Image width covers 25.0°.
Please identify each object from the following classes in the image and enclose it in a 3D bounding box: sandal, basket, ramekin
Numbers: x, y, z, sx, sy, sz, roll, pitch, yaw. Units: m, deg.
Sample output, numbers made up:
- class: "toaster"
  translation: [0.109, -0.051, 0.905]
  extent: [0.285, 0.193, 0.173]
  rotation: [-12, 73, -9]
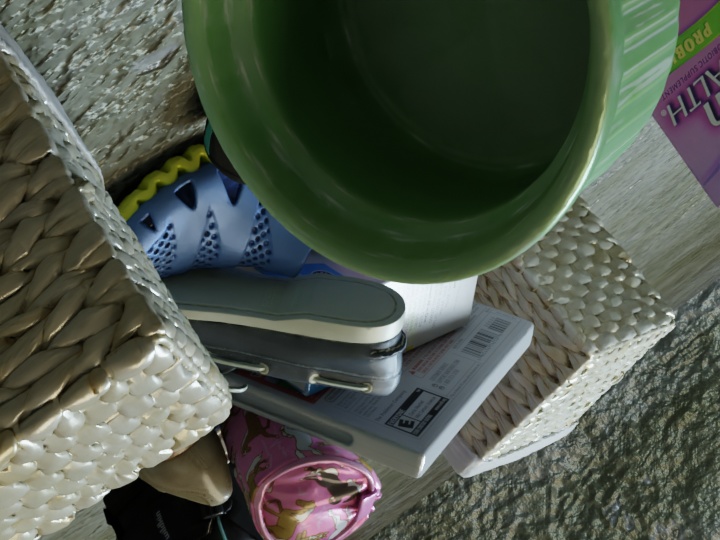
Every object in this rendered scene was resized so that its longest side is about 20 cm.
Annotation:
- class: "sandal"
  translation: [-0.055, -0.033, 0.922]
  extent: [0.198, 0.088, 0.080]
  rotation: [-25, 166, -26]
- class: "basket"
  translation: [0.118, 0.032, 1.326]
  extent: [0.161, 0.199, 0.199]
  rotation: [-46, 162, 29]
- class: "ramekin"
  translation: [0.032, -0.105, 0.660]
  extent: [0.097, 0.201, 0.200]
  rotation: [-28, 167, -50]
- class: "basket"
  translation: [-0.178, 0.031, 0.669]
  extent: [0.197, 0.162, 0.200]
  rotation: [-34, 168, -5]

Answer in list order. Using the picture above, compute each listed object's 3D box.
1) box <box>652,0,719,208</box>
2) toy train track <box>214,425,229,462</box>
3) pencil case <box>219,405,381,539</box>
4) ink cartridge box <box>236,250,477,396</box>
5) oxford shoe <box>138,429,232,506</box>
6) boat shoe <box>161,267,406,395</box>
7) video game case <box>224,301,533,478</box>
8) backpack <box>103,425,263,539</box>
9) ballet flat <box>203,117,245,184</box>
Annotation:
- class: "box"
  translation: [0.206, -0.151, 0.884]
  extent: [0.097, 0.201, 0.175]
  rotation: [-42, 165, 33]
- class: "toy train track"
  translation: [-0.064, 0.097, 1.223]
  extent: [0.200, 0.115, 0.032]
  rotation: [-41, -178, -43]
- class: "pencil case"
  translation: [-0.049, 0.100, 1.073]
  extent: [0.082, 0.200, 0.087]
  rotation: [-32, 123, 2]
- class: "ink cartridge box"
  translation: [0.000, 0.000, 1.069]
  extent: [0.199, 0.115, 0.069]
  rotation: [-21, 131, -42]
- class: "oxford shoe"
  translation: [-0.143, 0.115, 1.097]
  extent: [0.070, 0.075, 0.200]
  rotation: [-35, -160, -14]
- class: "boat shoe"
  translation: [-0.071, 0.033, 0.937]
  extent: [0.075, 0.197, 0.063]
  rotation: [-76, 171, -61]
- class: "video game case"
  translation: [-0.002, 0.053, 1.069]
  extent: [0.200, 0.180, 0.023]
  rotation: [-41, 145, -55]
- class: "backpack"
  translation: [-0.120, 0.176, 1.295]
  extent: [0.152, 0.177, 0.200]
  rotation: [-16, 162, -41]
- class: "ballet flat"
  translation: [0.005, -0.111, 0.845]
  extent: [0.199, 0.068, 0.068]
  rotation: [-34, 158, -3]
